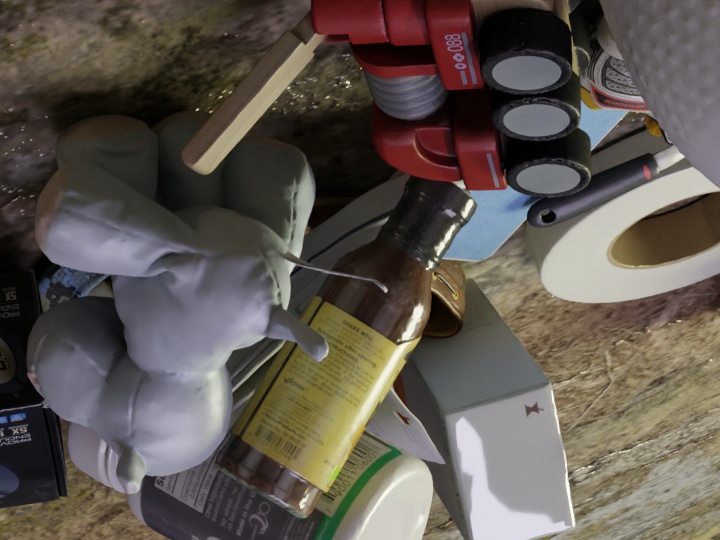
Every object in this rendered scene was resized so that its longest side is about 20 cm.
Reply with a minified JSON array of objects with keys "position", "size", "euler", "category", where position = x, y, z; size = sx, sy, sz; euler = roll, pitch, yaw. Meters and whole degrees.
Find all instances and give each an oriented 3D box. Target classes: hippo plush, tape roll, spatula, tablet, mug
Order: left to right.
[{"position":[-0.092,0.022,1.444],"size":[0.159,0.199,0.162],"euler":[-45,160,-53],"category":"hippo plush"},{"position":[0.085,-0.073,1.572],"size":[0.129,0.014,0.200],"euler":[5,139,-43],"category":"tablet"},{"position":[0.190,-0.075,1.626],"size":[0.199,0.021,0.057],"euler":[-27,124,-4],"category":"spatula"},{"position":[0.205,-0.041,1.742],"size":[0.201,0.037,0.203],"euler":[-15,157,-7],"category":"tape roll"},{"position":[0.222,-0.130,1.367],"size":[0.199,0.176,0.148],"euler":[-2,153,-33],"category":"mug"}]

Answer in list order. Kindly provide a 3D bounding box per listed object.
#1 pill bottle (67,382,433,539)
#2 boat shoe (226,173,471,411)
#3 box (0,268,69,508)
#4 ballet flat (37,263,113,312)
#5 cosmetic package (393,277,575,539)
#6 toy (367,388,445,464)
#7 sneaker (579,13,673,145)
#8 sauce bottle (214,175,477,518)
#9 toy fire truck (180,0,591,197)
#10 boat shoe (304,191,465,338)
[{"position":[-0.066,0.119,1.580],"size":[0.113,0.199,0.114],"euler":[-45,151,-34],"category":"pill bottle"},{"position":[-0.014,0.014,1.536],"size":[0.199,0.066,0.074],"euler":[-34,163,4],"category":"boat shoe"},{"position":[-0.277,0.083,1.574],"size":[0.198,0.087,0.164],"euler":[-8,157,-7],"category":"box"},{"position":[-0.120,0.002,1.558],"size":[0.074,0.075,0.200],"euler":[8,146,-47],"category":"ballet flat"},{"position":[0.071,0.089,1.717],"size":[0.071,0.102,0.200],"euler":[-15,-159,-8],"category":"cosmetic package"},{"position":[-0.044,0.051,1.637],"size":[0.199,0.047,0.115],"euler":[13,158,29],"category":"toy"},{"position":[0.200,-0.113,1.527],"size":[0.199,0.078,0.082],"euler":[13,139,-36],"category":"sneaker"},{"position":[-0.003,0.037,1.472],"size":[0.201,0.064,0.065],"euler":[-57,155,-4],"category":"sauce bottle"},{"position":[0.016,-0.097,1.395],"size":[0.198,0.130,0.176],"euler":[-2,155,9],"category":"toy fire truck"},{"position":[0.000,0.000,1.642],"size":[0.072,0.068,0.199],"euler":[-32,154,31],"category":"boat shoe"}]
